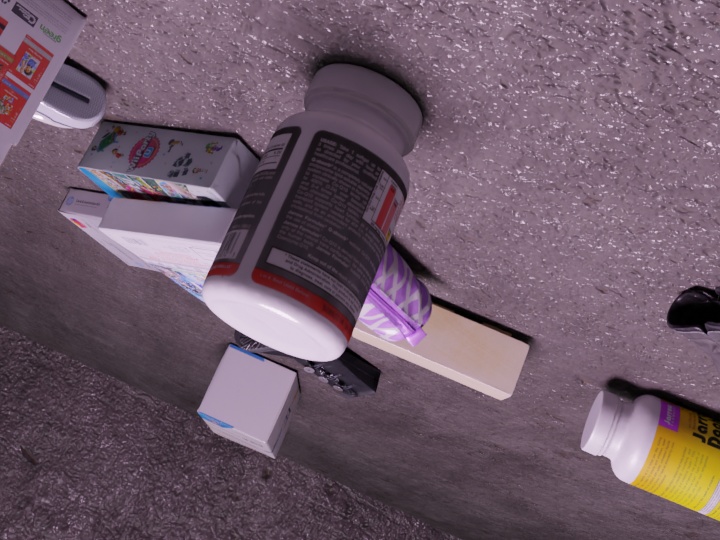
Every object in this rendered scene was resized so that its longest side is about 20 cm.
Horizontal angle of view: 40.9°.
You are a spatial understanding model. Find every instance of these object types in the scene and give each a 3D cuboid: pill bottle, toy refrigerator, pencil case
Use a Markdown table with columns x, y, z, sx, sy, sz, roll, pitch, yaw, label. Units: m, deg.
| x | y | z | sx | sy | sz | roll | pitch | yaw | label |
| --- | --- | --- | --- | --- | --- | --- | --- | --- | --- |
| 0.359 | 0.208 | 1.106 | 0.197 | 0.106 | 0.104 | 21 | 162 | 7 | pill bottle |
| -0.029 | -0.045 | 0.727 | 0.114 | 0.203 | 0.116 | 21 | 161 | 7 | pill bottle |
| 0.093 | 0.080 | 1.142 | 0.197 | 0.071 | 0.076 | 23 | 169 | 4 | toy refrigerator |
| 0.000 | 0.000 | 0.999 | 0.200 | 0.084 | 0.086 | 40 | -174 | -45 | pencil case |

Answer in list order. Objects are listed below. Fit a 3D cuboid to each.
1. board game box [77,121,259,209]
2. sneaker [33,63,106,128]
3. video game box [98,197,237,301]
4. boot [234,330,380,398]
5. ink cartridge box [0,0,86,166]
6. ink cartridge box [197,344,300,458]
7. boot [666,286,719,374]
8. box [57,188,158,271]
| x | y | z | sx | sy | sz | roll | pitch | yaw | label |
| --- | --- | --- | --- | --- | --- | --- | --- | --- | --- |
| -0.177 | -0.085 | 1.024 | 0.198 | 0.065 | 0.148 | 12 | 158 | 35 | board game box |
| -0.342 | -0.189 | 0.919 | 0.199 | 0.074 | 0.070 | 32 | 157 | -24 | sneaker |
| -0.150 | -0.010 | 1.027 | 0.198 | 0.047 | 0.182 | 8 | 156 | 39 | video game box |
| -0.084 | 0.136 | 1.531 | 0.163 | 0.067 | 0.199 | 6 | 159 | 47 | boot |
| -0.354 | -0.188 | 0.774 | 0.083 | 0.178 | 0.199 | 1 | 151 | 49 | ink cartridge box |
| -0.210 | 0.258 | 1.878 | 0.145 | 0.146 | 0.200 | 22 | 162 | 6 | ink cartridge box |
| 0.354 | 0.065 | 0.783 | 0.131 | 0.071 | 0.199 | 39 | 153 | -25 | boot |
| -0.289 | -0.045 | 1.307 | 0.197 | 0.042 | 0.156 | 9 | 156 | 36 | box |
